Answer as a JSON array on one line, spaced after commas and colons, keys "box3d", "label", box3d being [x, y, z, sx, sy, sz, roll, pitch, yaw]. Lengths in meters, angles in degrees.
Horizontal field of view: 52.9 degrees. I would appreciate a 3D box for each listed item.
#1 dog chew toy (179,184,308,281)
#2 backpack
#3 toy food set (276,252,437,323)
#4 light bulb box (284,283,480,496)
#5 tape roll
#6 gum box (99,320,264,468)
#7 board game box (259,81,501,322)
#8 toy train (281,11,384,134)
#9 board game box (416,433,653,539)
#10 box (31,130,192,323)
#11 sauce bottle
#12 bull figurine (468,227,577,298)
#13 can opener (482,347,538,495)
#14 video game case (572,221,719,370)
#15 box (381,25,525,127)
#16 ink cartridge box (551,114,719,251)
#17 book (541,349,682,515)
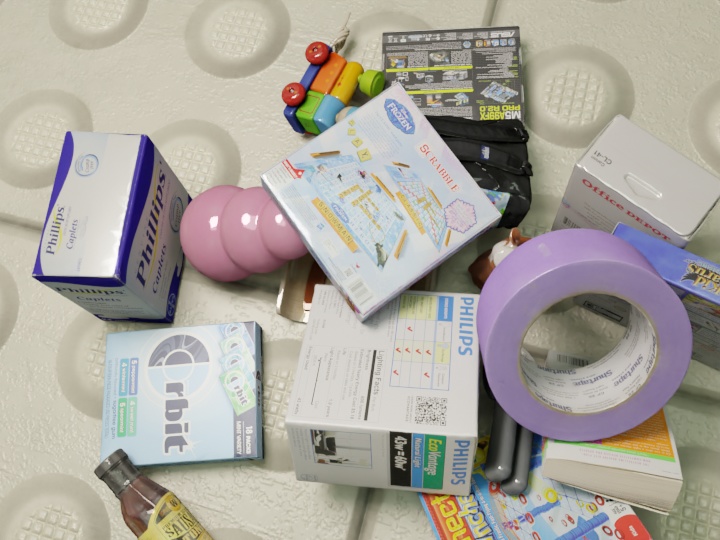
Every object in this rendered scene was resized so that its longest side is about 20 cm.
[{"box3d": [-0.134, -0.050, 0.910, 0.199, 0.124, 0.126, -2, 68, 38], "label": "dog chew toy"}, {"box3d": [0.101, -0.127, 0.928, 0.198, 0.154, 0.164, 12, 52, -14], "label": "backpack"}, {"box3d": [0.000, 0.000, 0.940, 0.198, 0.060, 0.145, 6, 73, 8], "label": "toy food set"}, {"box3d": [0.033, 0.132, 0.825, 0.198, 0.125, 0.199, 4, 46, 7], "label": "light bulb box"}, {"box3d": [0.220, 0.065, 0.732, 0.198, 0.085, 0.202, 1, 113, 2], "label": "tape roll"}, {"box3d": [-0.225, 0.159, 0.919, 0.198, 0.045, 0.172, -4, 72, 4], "label": "gum box"}, {"box3d": [0.022, -0.080, 0.825, 0.199, 0.041, 0.201, -34, 82, -10], "label": "board game box"}, {"box3d": [-0.015, -0.275, 1.008, 0.115, 0.085, 0.201, 21, 75, 25], "label": "toy train"}, {"box3d": [0.177, 0.267, 0.784, 0.194, 0.056, 0.200, -24, 36, -3], "label": "board game box"}, {"box3d": [-0.299, -0.046, 0.911, 0.104, 0.200, 0.186, 3, 72, 6], "label": "box"}, {"box3d": [-0.233, 0.297, 0.847, 0.066, 0.066, 0.200, -43, 87, -9], "label": "sauce bottle"}, {"box3d": [0.194, -0.002, 0.855, 0.120, 0.200, 0.066, 16, 85, -6], "label": "bull figurine"}, {"box3d": [0.172, 0.166, 0.836, 0.053, 0.066, 0.201, 37, 39, -16], "label": "can opener"}, {"box3d": [0.360, 0.035, 0.828, 0.199, 0.181, 0.046, 26, 76, 13], "label": "video game case"}, {"box3d": [0.128, -0.261, 1.021, 0.198, 0.044, 0.162, -1, 73, 6], "label": "box"}, {"box3d": [0.320, -0.071, 0.857, 0.147, 0.200, 0.086, 38, 79, 16], "label": "ink cartridge box"}, {"box3d": [0.271, 0.165, 0.804, 0.132, 0.048, 0.200, 12, 29, 10], "label": "book"}]
